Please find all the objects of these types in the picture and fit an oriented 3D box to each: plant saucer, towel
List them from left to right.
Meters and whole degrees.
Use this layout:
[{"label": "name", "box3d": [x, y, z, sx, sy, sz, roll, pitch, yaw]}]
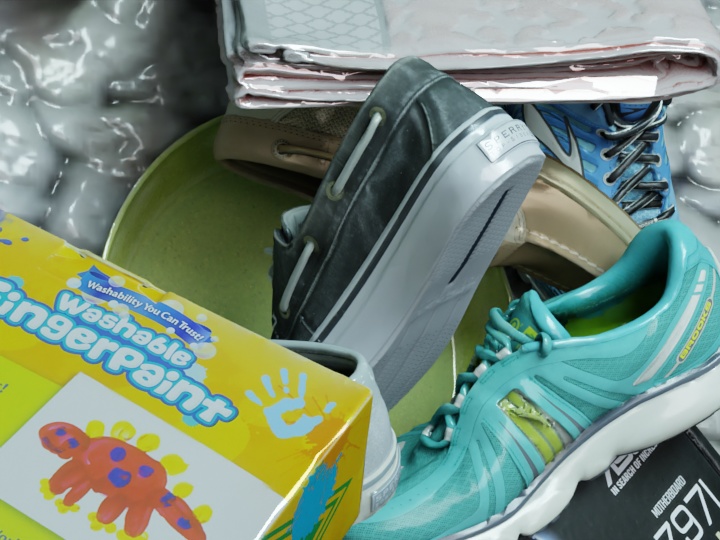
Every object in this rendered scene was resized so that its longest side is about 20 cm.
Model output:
[{"label": "plant saucer", "box3d": [-0.024, 0.031, 0.988, 0.199, 0.031, 0.201, 7, 76, -27]}, {"label": "towel", "box3d": [0.034, -0.124, 0.953, 0.190, 0.200, 0.032, -2, 122, -8]}]

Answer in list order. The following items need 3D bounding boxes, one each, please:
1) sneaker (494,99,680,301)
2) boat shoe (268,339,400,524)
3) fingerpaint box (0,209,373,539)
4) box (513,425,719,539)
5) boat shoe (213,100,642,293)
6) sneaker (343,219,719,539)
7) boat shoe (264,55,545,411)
[{"label": "sneaker", "box3d": [0.103, -0.059, 1.046, 0.078, 0.090, 0.201, -23, 90, -31]}, {"label": "boat shoe", "box3d": [-0.083, 0.046, 0.868, 0.070, 0.200, 0.072, -61, 150, -53]}, {"label": "fingerpaint box", "box3d": [-0.122, 0.071, 0.757, 0.199, 0.074, 0.167, 25, 50, 17]}, {"label": "box", "box3d": [0.094, 0.173, 0.989, 0.164, 0.086, 0.200, 51, 60, -9]}, {"label": "boat shoe", "box3d": [0.032, -0.025, 0.980, 0.199, 0.071, 0.065, 27, 72, -13]}, {"label": "sneaker", "box3d": [0.062, 0.048, 0.945, 0.200, 0.077, 0.080, -33, 127, -15]}, {"label": "boat shoe", "box3d": [0.000, 0.000, 0.897, 0.071, 0.200, 0.072, 47, 38, 18]}]
